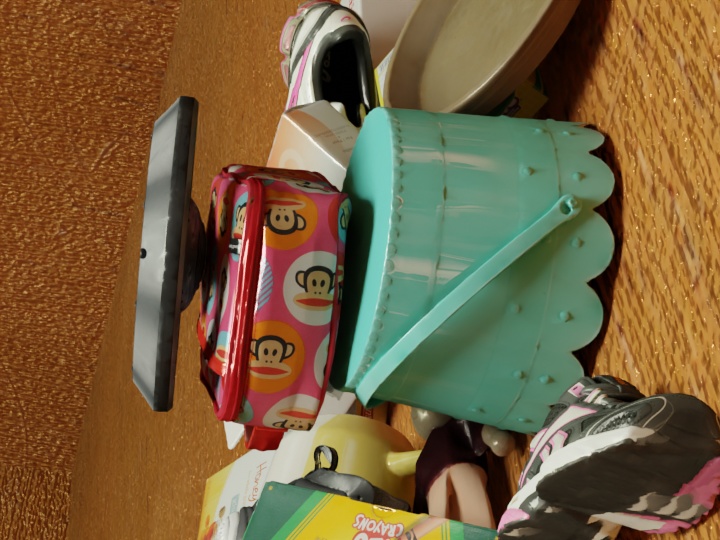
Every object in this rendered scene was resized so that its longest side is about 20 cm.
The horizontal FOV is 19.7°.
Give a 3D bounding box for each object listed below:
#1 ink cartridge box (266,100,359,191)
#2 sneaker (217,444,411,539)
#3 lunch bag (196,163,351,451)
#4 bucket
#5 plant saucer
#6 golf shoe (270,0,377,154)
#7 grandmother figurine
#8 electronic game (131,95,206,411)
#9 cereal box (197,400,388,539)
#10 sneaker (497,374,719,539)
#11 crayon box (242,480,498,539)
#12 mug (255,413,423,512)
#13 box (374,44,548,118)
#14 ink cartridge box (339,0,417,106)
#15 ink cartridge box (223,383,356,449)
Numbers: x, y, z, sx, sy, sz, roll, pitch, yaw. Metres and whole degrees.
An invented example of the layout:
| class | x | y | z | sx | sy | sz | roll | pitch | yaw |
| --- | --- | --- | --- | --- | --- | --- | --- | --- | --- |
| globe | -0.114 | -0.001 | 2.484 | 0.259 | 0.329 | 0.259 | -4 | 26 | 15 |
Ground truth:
| class | x | y | z | sx | sy | sz | roll | pitch | yaw |
| --- | --- | --- | --- | --- | --- | --- | --- | --- | --- |
| ink cartridge box | 0.000 | 0.000 | 1.491 | 0.200 | 0.050 | 0.163 | 46 | 136 | 29 |
| sneaker | -0.005 | 0.201 | 1.336 | 0.114 | 0.075 | 0.200 | -45 | 54 | 6 |
| lunch bag | -0.058 | 0.026 | 1.313 | 0.200 | 0.082 | 0.177 | -142 | 57 | -79 |
| bucket | 0.061 | -0.003 | 1.273 | 0.207 | 0.134 | 0.208 | -172 | 90 | -79 |
| plant saucer | 0.088 | -0.171 | 1.355 | 0.200 | 0.029 | 0.200 | -45 | 25 | 28 |
| golf shoe | -0.025 | -0.099 | 1.550 | 0.092 | 0.072 | 0.201 | -137 | 43 | -66 |
| grandmother figurine | 0.062 | 0.139 | 1.348 | 0.121 | 0.060 | 0.200 | -45 | 33 | 29 |
| electronic game | -0.118 | -0.010 | 1.313 | 0.200 | 0.041 | 0.201 | -176 | 90 | -85 |
| cereal box | -0.060 | 0.193 | 1.680 | 0.200 | 0.039 | 0.144 | -36 | 33 | 36 |
| sneaker | 0.125 | 0.088 | 1.069 | 0.200 | 0.080 | 0.087 | 139 | 149 | -63 |
| crayon box | 0.009 | 0.204 | 1.233 | 0.199 | 0.058 | 0.119 | 7 | 68 | 40 |
| mug | 0.001 | 0.190 | 1.488 | 0.150 | 0.186 | 0.154 | 61 | -145 | -54 |
| box | 0.068 | -0.123 | 1.427 | 0.117 | 0.048 | 0.200 | -48 | 23 | 23 |
| ink cartridge box | 0.011 | -0.136 | 1.699 | 0.200 | 0.084 | 0.145 | 114 | 160 | -47 |
| ink cartridge box | -0.032 | 0.055 | 1.659 | 0.200 | 0.067 | 0.116 | -56 | 21 | 17 |
